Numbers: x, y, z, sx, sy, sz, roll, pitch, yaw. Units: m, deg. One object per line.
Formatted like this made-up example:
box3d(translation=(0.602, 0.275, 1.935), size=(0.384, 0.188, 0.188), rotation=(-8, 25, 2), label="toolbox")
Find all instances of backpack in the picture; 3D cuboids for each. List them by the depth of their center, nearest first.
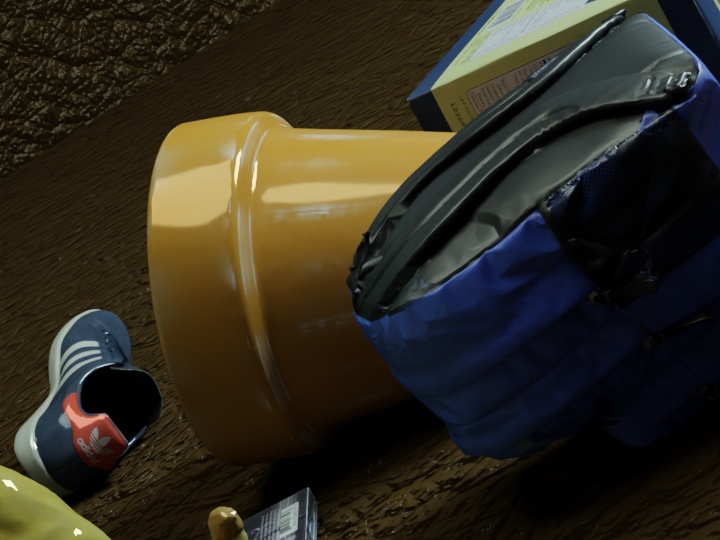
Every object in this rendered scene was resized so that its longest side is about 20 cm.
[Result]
box3d(translation=(0.103, 0.002, 1.063), size=(0.200, 0.168, 0.163), rotation=(-35, 11, 5), label="backpack")

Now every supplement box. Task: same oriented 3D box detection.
box3d(translation=(0.172, -0.125, 1.416), size=(0.199, 0.135, 0.200), rotation=(-22, 17, 32), label="supplement box")

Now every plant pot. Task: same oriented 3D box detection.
box3d(translation=(0.000, 0.000, 1.281), size=(0.182, 0.201, 0.200), rotation=(-9, 20, 16), label="plant pot")

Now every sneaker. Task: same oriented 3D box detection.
box3d(translation=(-0.172, 0.081, 1.558), size=(0.084, 0.075, 0.200), rotation=(-27, 24, 20), label="sneaker")

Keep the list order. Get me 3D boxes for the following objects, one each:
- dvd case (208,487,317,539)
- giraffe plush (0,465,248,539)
box3d(translation=(-0.111, 0.192, 1.165), size=(0.199, 0.016, 0.149), rotation=(-28, 16, 8), label="dvd case")
box3d(translation=(-0.120, 0.199, 0.953), size=(0.199, 0.173, 0.162), rotation=(3, 27, -4), label="giraffe plush")
